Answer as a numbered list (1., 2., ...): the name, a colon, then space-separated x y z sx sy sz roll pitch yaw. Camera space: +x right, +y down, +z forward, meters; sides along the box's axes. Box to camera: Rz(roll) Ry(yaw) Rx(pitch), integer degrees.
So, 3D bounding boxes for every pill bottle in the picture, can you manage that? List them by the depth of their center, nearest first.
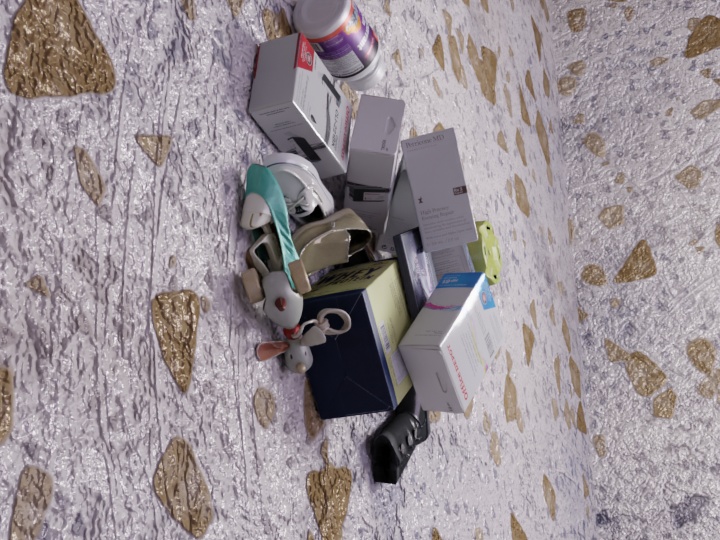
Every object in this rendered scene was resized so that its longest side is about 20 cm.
1. pill bottle: -0.030 -0.413 1.799 0.200 0.111 0.112 45 41 -54

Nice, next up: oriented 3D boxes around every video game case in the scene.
1. video game case: 0.101 0.000 1.744 0.200 0.019 0.144 -26 103 -74

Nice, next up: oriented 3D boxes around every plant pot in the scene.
1. plant pot: 0.188 -0.023 2.060 0.200 0.183 0.202 -10 90 -68

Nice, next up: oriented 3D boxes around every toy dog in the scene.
1. toy dog: -0.101 0.078 1.446 0.200 0.131 0.097 52 13 -33

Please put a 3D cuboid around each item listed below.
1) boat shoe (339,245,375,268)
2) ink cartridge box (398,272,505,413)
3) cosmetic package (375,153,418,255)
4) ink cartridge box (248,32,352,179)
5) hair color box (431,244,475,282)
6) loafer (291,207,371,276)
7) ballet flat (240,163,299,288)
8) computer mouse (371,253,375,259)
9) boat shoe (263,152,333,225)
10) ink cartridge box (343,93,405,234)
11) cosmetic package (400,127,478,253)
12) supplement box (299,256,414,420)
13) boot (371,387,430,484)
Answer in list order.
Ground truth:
1. boat shoe: 0.000 0.000 1.749 0.060 0.071 0.201 -63 134 -69
2. ink cartridge box: 0.155 0.119 1.661 0.200 0.084 0.145 -54 132 -44
3. cosmetic package: 0.091 -0.134 1.886 0.102 0.071 0.201 -79 -175 -48
4. ink cartridge box: -0.093 -0.262 1.628 0.200 0.083 0.145 51 37 -51
5. hair color box: 0.177 0.022 1.957 0.061 0.099 0.201 -80 154 -61
6. loafer: -0.051 -0.041 1.589 0.200 0.068 0.076 -38 142 -43
7. ballet flat: -0.138 -0.056 1.471 0.070 0.067 0.202 -30 107 -46
8. computer mouse: 0.021 0.047 1.848 0.059 0.034 0.201 -67 147 -50
9. boat shoe: -0.096 -0.117 1.588 0.200 0.071 0.066 55 28 -60
10. ink cartridge box: 0.022 -0.188 1.765 0.201 0.083 0.145 98 2 -51
11. cosmetic package: 0.138 -0.140 1.744 0.074 0.101 0.202 -35 111 -85
12. supplement box: 0.002 0.107 1.636 0.200 0.133 0.202 -40 117 -64
13. boot: 0.066 0.275 1.820 0.200 0.065 0.166 -33 109 -61
